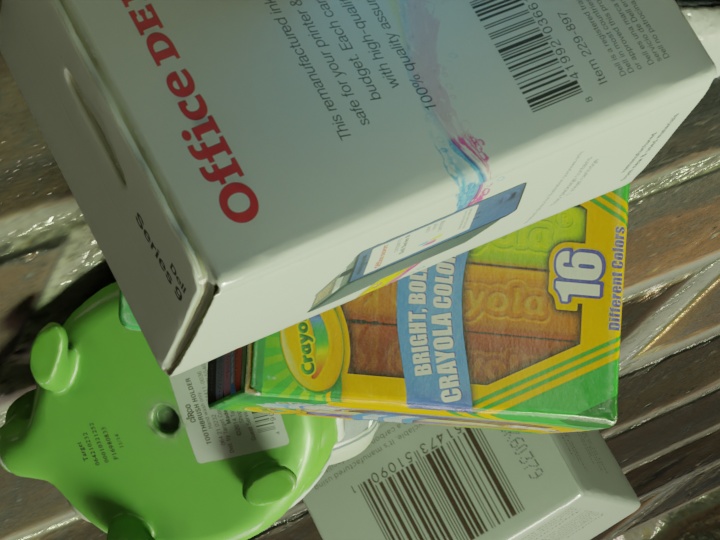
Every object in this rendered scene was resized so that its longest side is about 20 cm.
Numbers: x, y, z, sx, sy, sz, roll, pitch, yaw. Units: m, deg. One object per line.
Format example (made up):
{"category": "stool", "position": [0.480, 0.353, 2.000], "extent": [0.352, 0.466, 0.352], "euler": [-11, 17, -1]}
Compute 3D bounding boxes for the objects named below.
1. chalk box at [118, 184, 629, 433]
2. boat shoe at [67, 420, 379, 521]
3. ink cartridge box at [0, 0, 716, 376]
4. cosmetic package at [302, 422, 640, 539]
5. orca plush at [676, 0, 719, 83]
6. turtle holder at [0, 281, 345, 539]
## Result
{"category": "chalk box", "position": [0.000, 0.000, 0.926], "extent": [0.199, 0.125, 0.124], "euler": [4, 174, -11]}
{"category": "boat shoe", "position": [-0.080, 0.090, 1.302], "extent": [0.200, 0.070, 0.072], "euler": [-16, 136, -21]}
{"category": "ink cartridge box", "position": [-0.006, -0.074, 0.748], "extent": [0.199, 0.146, 0.088], "euler": [-23, 165, -25]}
{"category": "cosmetic package", "position": [0.061, 0.122, 1.444], "extent": [0.164, 0.166, 0.200], "euler": [-31, 164, 10]}
{"category": "orca plush", "position": [0.119, -0.117, 1.005], "extent": [0.199, 0.071, 0.105], "euler": [-30, 143, -18]}
{"category": "turtle holder", "position": [-0.087, 0.071, 1.078], "extent": [0.186, 0.141, 0.132], "euler": [-47, 176, 24]}
